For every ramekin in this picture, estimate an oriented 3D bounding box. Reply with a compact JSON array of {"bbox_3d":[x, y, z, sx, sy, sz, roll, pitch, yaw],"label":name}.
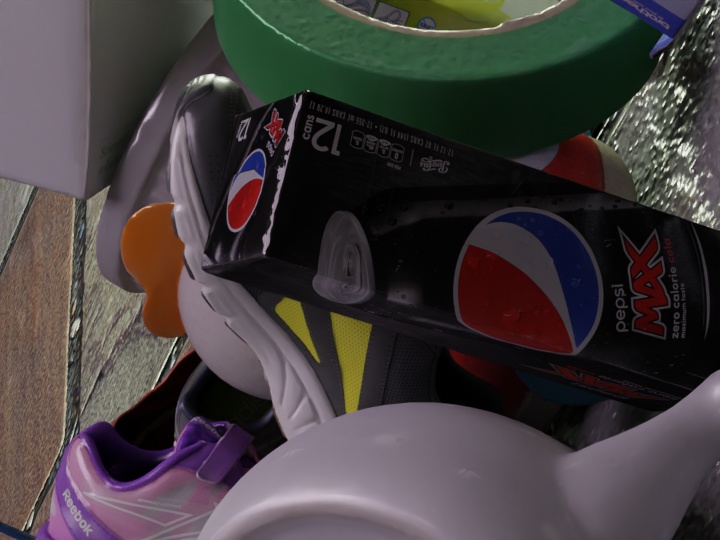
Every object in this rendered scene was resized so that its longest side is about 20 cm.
[{"bbox_3d":[-0.045,-0.056,1.380,0.202,0.094,0.202,-53,-13,-18],"label":"ramekin"}]

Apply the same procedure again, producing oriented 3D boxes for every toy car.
[{"bbox_3d":[0.000,0.000,1.115,0.184,0.200,0.177,-101,32,-57],"label":"toy car"}]

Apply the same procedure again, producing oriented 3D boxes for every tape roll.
[{"bbox_3d":[0.036,-0.131,1.126,0.201,0.200,0.048,-91,1,-45],"label":"tape roll"}]

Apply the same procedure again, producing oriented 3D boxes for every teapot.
[{"bbox_3d":[0.037,0.129,0.969,0.146,0.200,0.198,-37,-48,-53],"label":"teapot"}]

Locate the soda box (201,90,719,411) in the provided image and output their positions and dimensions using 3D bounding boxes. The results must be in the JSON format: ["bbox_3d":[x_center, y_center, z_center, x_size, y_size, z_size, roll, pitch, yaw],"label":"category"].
[{"bbox_3d":[0.048,-0.004,0.960,0.071,0.200,0.063,-11,64,66],"label":"soda box"}]

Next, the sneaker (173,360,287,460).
[{"bbox_3d":[-0.015,0.026,1.252,0.200,0.074,0.081,-50,-15,-13],"label":"sneaker"}]

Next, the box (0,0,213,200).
[{"bbox_3d":[-0.162,-0.173,1.368,0.199,0.171,0.200,-39,-43,-56],"label":"box"}]

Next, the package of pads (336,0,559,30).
[{"bbox_3d":[0.019,-0.147,1.279,0.200,0.154,0.068,-96,29,-55],"label":"package of pads"}]

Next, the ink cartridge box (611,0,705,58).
[{"bbox_3d":[0.144,-0.160,0.962,0.119,0.042,0.200,-59,-3,-14],"label":"ink cartridge box"}]

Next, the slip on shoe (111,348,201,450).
[{"bbox_3d":[-0.043,0.051,1.317,0.200,0.061,0.074,-35,60,6],"label":"slip on shoe"}]

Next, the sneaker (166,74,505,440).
[{"bbox_3d":[-0.007,0.004,1.014,0.085,0.200,0.075,-19,26,17],"label":"sneaker"}]

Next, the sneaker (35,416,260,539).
[{"bbox_3d":[-0.054,0.112,1.173,0.080,0.200,0.089,-31,-53,-77],"label":"sneaker"}]

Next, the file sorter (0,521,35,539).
[{"bbox_3d":[-0.151,0.224,1.213,0.139,0.123,0.200,-55,46,5],"label":"file sorter"}]
